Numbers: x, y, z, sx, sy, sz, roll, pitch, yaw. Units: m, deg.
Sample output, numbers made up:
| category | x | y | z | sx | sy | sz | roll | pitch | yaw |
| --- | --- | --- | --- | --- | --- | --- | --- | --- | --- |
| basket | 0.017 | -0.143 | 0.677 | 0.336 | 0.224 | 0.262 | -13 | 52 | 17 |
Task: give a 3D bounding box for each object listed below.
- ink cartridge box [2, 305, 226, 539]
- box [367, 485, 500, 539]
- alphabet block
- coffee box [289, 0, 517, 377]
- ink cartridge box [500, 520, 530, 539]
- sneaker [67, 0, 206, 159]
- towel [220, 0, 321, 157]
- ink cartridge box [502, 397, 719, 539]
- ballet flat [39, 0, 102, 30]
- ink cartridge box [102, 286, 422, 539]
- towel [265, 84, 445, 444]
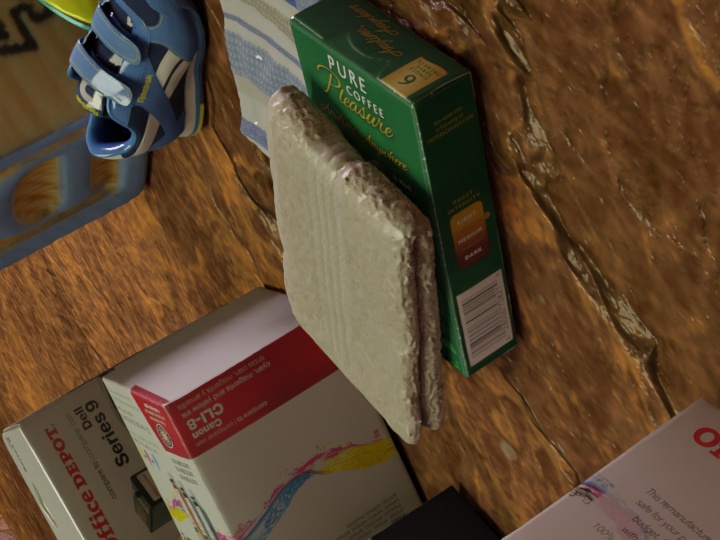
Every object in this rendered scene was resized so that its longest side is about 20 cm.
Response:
| category | x | y | z | sx | sy | sz | roll | pitch | yaw |
| --- | --- | --- | --- | --- | --- | --- | --- | --- | --- |
| ink cartridge box | -0.164 | 0.141 | 1.650 | 0.146 | 0.200 | 0.084 | 60 | 160 | -2 |
| box | 0.077 | 0.265 | 1.420 | 0.141 | 0.079 | 0.200 | 45 | 156 | 30 |
| alphabet block | -0.296 | -0.134 | 1.594 | 0.200 | 0.196 | 0.195 | 54 | 158 | 16 |
| coffee box | 0.027 | -0.048 | 1.148 | 0.123 | 0.044 | 0.200 | 40 | 153 | 45 |
| ink cartridge box | 0.145 | 0.239 | 1.203 | 0.200 | 0.084 | 0.145 | 56 | 161 | 10 |
| sneaker | -0.156 | -0.147 | 1.400 | 0.074 | 0.082 | 0.200 | 50 | 156 | 30 |
| towel | -0.043 | -0.124 | 1.244 | 0.147 | 0.024 | 0.200 | 43 | 154 | 38 |
| ink cartridge box | 0.145 | 0.193 | 0.967 | 0.147 | 0.200 | 0.145 | 40 | 155 | 43 |
| ballet flat | -0.226 | -0.246 | 1.471 | 0.200 | 0.067 | 0.067 | 46 | 135 | 38 |
| ink cartridge box | -0.066 | 0.137 | 1.488 | 0.145 | 0.145 | 0.200 | 11 | 129 | 64 |
| towel | 0.000 | 0.000 | 1.168 | 0.133 | 0.034 | 0.200 | 45 | 156 | 32 |
